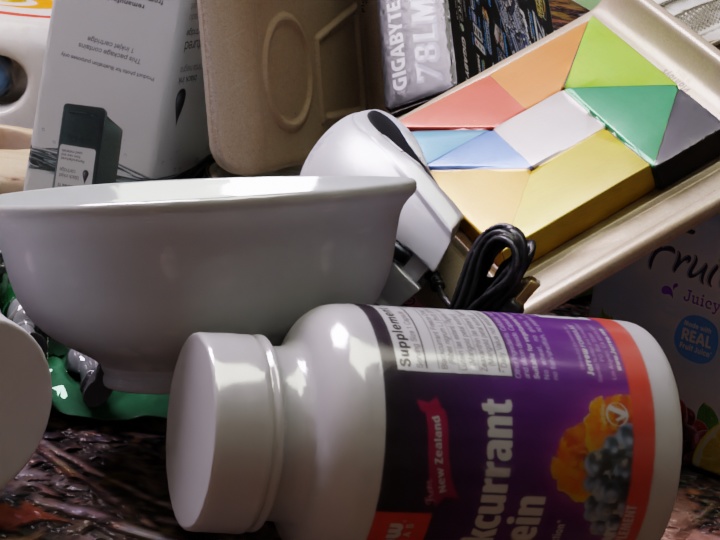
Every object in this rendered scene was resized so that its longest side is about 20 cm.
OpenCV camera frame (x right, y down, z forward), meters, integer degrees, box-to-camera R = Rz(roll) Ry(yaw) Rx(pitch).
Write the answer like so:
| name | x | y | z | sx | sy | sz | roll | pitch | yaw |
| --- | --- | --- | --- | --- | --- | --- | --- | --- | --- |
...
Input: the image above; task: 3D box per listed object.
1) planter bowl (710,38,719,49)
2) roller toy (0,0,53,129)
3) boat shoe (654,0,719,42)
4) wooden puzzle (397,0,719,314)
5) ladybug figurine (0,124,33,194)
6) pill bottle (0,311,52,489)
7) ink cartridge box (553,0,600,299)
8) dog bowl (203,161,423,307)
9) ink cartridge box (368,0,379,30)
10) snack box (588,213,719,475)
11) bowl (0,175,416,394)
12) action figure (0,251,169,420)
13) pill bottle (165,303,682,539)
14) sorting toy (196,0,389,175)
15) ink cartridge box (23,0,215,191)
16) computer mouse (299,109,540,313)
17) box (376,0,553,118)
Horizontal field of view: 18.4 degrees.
| name | x | y | z | sx | sy | sz | roll | pitch | yaw |
| --- | --- | --- | --- | --- | --- | --- | --- | --- | --- |
| planter bowl | 0.222 | -0.031 | 1.361 | 0.200 | 0.200 | 0.135 | 2 | -12 | -26 |
| roller toy | -0.250 | -0.130 | 1.521 | 0.200 | 0.140 | 0.182 | -3 | 18 | -41 |
| boat shoe | 0.176 | -0.144 | 1.379 | 0.200 | 0.071 | 0.069 | -18 | 69 | -37 |
| wooden puzzle | 0.097 | -0.060 | 1.122 | 0.200 | 0.037 | 0.185 | -33 | 41 | -7 |
| ladybug figurine | -0.255 | -0.049 | 1.332 | 0.200 | 0.072 | 0.136 | 4 | 14 | -18 |
| pill bottle | -0.223 | 0.031 | 0.958 | 0.109 | 0.109 | 0.200 | -4 | 19 | -42 |
| ink cartridge box | 0.109 | -0.096 | 1.469 | 0.146 | 0.200 | 0.048 | 19 | 20 | 37 |
| dog bowl | 0.000 | 0.000 | 1.254 | 0.200 | 0.074 | 0.200 | 15 | 12 | -3 |
| ink cartridge box | -0.025 | -0.101 | 1.407 | 0.176 | 0.200 | 0.084 | 6 | 13 | -8 |
| snack box | 0.213 | 0.022 | 1.126 | 0.200 | 0.169 | 0.068 | 21 | 18 | 40 |
| bowl | -0.072 | 0.006 | 1.015 | 0.201 | 0.090 | 0.201 | -3 | 4 | 0 |
| action figure | -0.164 | 0.021 | 1.146 | 0.118 | 0.055 | 0.200 | 15 | 14 | -20 |
| pill bottle | 0.024 | 0.071 | 0.938 | 0.200 | 0.111 | 0.111 | 3 | 15 | -18 |
| sorting toy | -0.039 | -0.155 | 1.269 | 0.036 | 0.185 | 0.200 | -1 | 8 | 28 |
| ink cartridge box | -0.121 | -0.081 | 1.281 | 0.083 | 0.200 | 0.147 | 17 | 17 | 19 |
| computer mouse | 0.011 | -0.017 | 1.089 | 0.044 | 0.110 | 0.200 | 24 | 20 | -38 |
| box | 0.069 | -0.138 | 1.331 | 0.050 | 0.200 | 0.199 | -16 | -30 | 20 |
